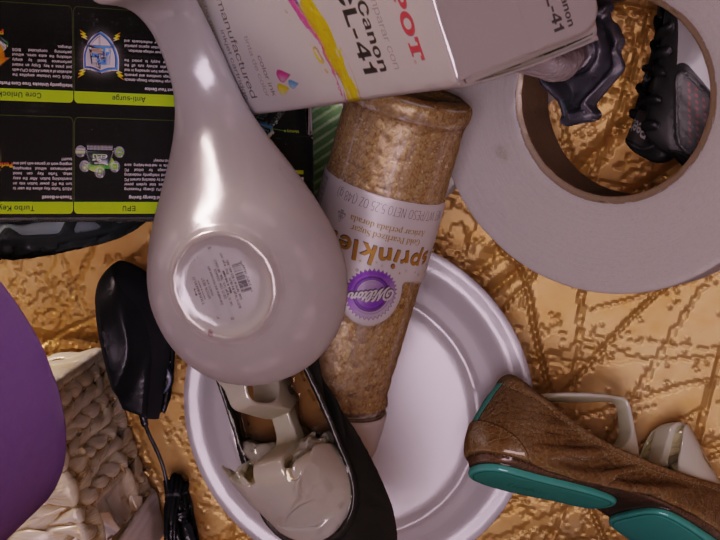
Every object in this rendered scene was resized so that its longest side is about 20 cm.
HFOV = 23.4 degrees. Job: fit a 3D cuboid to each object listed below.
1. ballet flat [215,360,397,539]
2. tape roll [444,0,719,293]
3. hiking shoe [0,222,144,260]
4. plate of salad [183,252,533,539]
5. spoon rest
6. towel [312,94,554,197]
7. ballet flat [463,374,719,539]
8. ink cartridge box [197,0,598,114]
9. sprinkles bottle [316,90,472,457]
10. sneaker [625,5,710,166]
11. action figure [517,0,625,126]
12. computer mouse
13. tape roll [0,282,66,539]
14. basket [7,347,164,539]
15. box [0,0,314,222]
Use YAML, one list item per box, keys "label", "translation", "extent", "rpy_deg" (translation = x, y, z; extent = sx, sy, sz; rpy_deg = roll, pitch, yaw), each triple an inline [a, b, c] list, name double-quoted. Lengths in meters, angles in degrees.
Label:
- label: "ballet flat"
  translation: [-0.044, 0.075, 0.864]
  extent: [0.068, 0.068, 0.200]
  rpy_deg: [-23, 91, 24]
- label: "tape roll"
  translation: [0.133, -0.088, 0.880]
  extent: [0.203, 0.037, 0.203]
  rpy_deg: [3, 97, 30]
- label: "hiking shoe"
  translation: [-0.137, -0.058, 0.905]
  extent: [0.200, 0.074, 0.087]
  rpy_deg: [-16, 94, -32]
- label: "plate of salad"
  translation: [-0.001, 0.076, 0.986]
  extent: [0.200, 0.048, 0.200]
  rpy_deg: [1, 100, 9]
- label: "spoon rest"
  translation: [-0.068, -0.043, 0.810]
  extent: [0.099, 0.061, 0.200]
  rpy_deg: [-14, 100, 17]
- label: "towel"
  translation: [0.009, -0.107, 0.958]
  extent: [0.200, 0.023, 0.153]
  rpy_deg: [-43, 96, 12]
- label: "ballet flat"
  translation: [0.146, 0.109, 0.961]
  extent: [0.200, 0.068, 0.072]
  rpy_deg: [24, 67, -21]
- label: "ink cartridge box"
  translation: [-0.003, -0.153, 0.774]
  extent: [0.086, 0.200, 0.148]
  rpy_deg: [-24, 103, -29]
- label: "sprinkles bottle"
  translation: [0.000, 0.000, 0.908]
  extent: [0.068, 0.068, 0.200]
  rpy_deg: [16, 105, 3]
- label: "sneaker"
  translation: [0.178, -0.108, 0.912]
  extent: [0.098, 0.071, 0.201]
  rpy_deg: [-17, 102, 8]
- label: "action figure"
  translation: [0.075, -0.176, 0.819]
  extent: [0.193, 0.105, 0.200]
  rpy_deg: [-36, 71, 43]
- label: "computer mouse"
  translation: [-0.111, 0.090, 0.998]
  extent: [0.034, 0.059, 0.200]
  rpy_deg: [-11, 103, 11]
- label: "tape roll"
  translation: [-0.243, 0.063, 0.819]
  extent: [0.200, 0.085, 0.200]
  rpy_deg: [18, 129, 23]
- label: "basket"
  translation: [-0.229, 0.125, 0.982]
  extent: [0.200, 0.136, 0.124]
  rpy_deg: [-10, 97, 9]
- label: "box"
  translation: [-0.116, -0.119, 0.846]
  extent: [0.200, 0.047, 0.193]
  rpy_deg: [-2, 93, -34]
